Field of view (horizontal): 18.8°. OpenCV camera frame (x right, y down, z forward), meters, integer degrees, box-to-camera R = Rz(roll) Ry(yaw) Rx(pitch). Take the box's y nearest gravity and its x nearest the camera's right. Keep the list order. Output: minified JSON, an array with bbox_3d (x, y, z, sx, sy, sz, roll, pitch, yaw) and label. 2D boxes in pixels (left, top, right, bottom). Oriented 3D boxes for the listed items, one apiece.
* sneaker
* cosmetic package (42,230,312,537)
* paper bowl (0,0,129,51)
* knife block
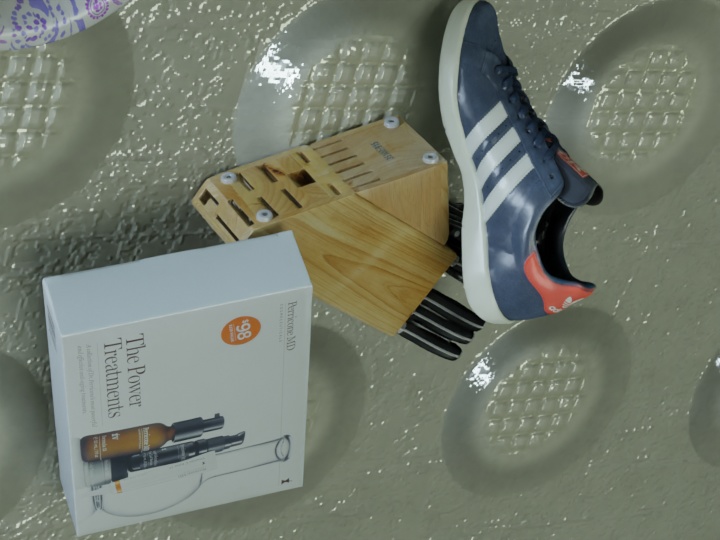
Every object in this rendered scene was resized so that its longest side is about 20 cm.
[{"bbox_3d":[0.103,-0.070,1.328,0.075,0.084,0.201,-14,96,-64],"label":"sneaker"},{"bbox_3d":[-0.109,0.071,1.313,0.150,0.052,0.201,-13,141,-14],"label":"cosmetic package"},{"bbox_3d":[-0.180,-0.217,1.057,0.200,0.104,0.202,-19,131,-23],"label":"paper bowl"},{"bbox_3d":[0.000,0.000,1.376,0.199,0.064,0.176,-20,130,-23],"label":"knife block"}]
